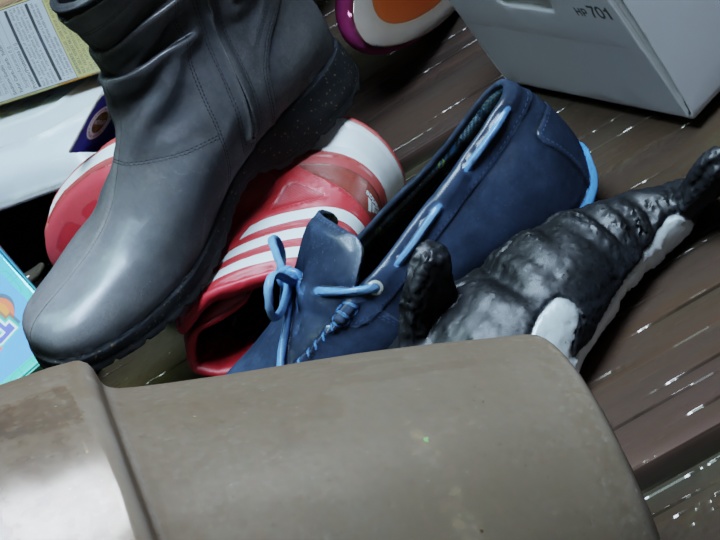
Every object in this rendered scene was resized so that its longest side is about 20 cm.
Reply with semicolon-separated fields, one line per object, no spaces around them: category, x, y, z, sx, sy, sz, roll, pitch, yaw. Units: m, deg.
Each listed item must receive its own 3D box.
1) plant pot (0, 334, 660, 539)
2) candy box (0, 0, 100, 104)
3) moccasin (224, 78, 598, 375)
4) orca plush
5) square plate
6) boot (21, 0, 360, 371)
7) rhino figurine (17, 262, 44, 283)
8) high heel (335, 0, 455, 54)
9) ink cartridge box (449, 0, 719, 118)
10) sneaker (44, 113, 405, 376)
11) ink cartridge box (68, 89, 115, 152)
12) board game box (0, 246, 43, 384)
plant pot;-0.006;0.099;0.641;0.174;0.201;0.200;-22;28;-6
candy box;-0.132;-0.145;1.173;0.199;0.056;0.115;-14;18;37
moccasin;0.000;0.000;0.875;0.200;0.068;0.080;-42;22;-6
orca plush;0.051;0.015;0.794;0.200;0.071;0.105;-39;28;-2
square plate;-0.168;-0.079;1.178;0.199;0.029;0.198;-14;21;34
boot;-0.094;-0.066;0.898;0.070;0.132;0.200;17;62;41
rhino figurine;-0.248;0.026;1.138;0.199;0.060;0.088;-20;35;22
high heel;0.007;-0.158;1.117;0.096;0.068;0.200;-23;23;35
ink cartridge box;0.144;-0.168;0.941;0.200;0.086;0.146;-47;29;-13
sneaker;-0.083;-0.004;0.973;0.199;0.078;0.116;-15;34;38
ink cartridge box;-0.057;-0.132;1.028;0.201;0.037;0.095;-56;-16;15
board game box;-0.242;0.020;1.039;0.152;0.045;0.200;-40;66;-6
